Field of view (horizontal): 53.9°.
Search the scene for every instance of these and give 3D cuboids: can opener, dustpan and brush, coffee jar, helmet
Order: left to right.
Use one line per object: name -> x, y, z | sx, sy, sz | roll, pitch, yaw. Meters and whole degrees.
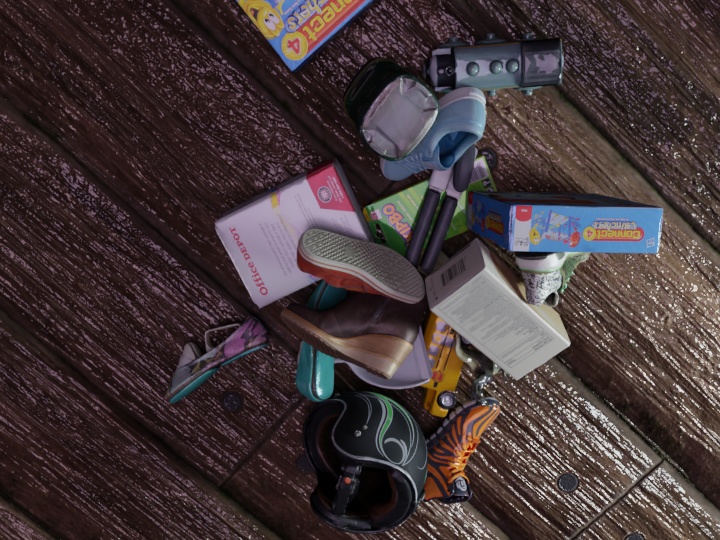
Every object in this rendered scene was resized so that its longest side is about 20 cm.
dustpan and brush -> 0.004, 0.127, 1.114 | 0.198, 0.057, 0.142 | -19, 83, 37
helmet -> 0.006, 0.283, 1.096 | 0.196, 0.191, 0.203 | 0, 116, -1
coffee jar -> 0.034, -0.222, 0.948 | 0.085, 0.201, 0.105 | 34, 105, -21
can opener -> 0.116, -0.094, 1.021 | 0.053, 0.067, 0.203 | 19, 99, -2

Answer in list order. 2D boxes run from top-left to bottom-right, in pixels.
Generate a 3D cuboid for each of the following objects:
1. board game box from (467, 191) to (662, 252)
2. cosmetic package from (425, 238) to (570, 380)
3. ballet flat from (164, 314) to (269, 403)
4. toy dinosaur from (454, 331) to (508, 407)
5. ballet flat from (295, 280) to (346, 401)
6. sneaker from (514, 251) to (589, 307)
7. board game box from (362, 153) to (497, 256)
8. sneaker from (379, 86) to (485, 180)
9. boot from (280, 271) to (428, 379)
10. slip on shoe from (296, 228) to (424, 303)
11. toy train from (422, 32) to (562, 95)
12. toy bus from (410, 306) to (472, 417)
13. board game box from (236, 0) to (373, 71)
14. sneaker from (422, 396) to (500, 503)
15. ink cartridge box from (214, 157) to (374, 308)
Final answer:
board game box -> 0.264, -0.069, 0.956 | 0.196, 0.196, 0.057 | 1, 101, -6
cosmetic package -> 0.194, 0.058, 1.006 | 0.105, 0.072, 0.199 | -37, 120, 24
ballet flat -> -0.239, 0.135, 1.138 | 0.198, 0.069, 0.072 | -32, 84, 7
toy dinosaur -> 0.184, 0.156, 1.069 | 0.047, 0.199, 0.090 | -3, 71, 38
ballet flat -> -0.070, 0.100, 1.105 | 0.070, 0.067, 0.204 | 1, 81, 42
sneaker -> 0.271, 0.004, 1.011 | 0.076, 0.199, 0.090 | 10, 103, 36
board game box -> 0.109, -0.091, 1.070 | 0.197, 0.030, 0.097 | -23, 103, 6
sneaker -> 0.093, -0.168, 0.979 | 0.073, 0.083, 0.200 | 21, 144, -27
boot -> -0.001, 0.051, 1.054 | 0.198, 0.073, 0.168 | 25, 69, 6
slip on shoe -> 0.000, 0.000, 1.004 | 0.197, 0.075, 0.061 | 18, 142, -14
toy train -> 0.184, -0.280, 0.967 | 0.196, 0.114, 0.087 | -2, 105, 3
toy bus -> 0.130, 0.122, 1.108 | 0.077, 0.065, 0.203 | 15, 106, -1
board game box -> -0.081, -0.417, 0.973 | 0.199, 0.056, 0.196 | -38, 100, 12
sneaker -> 0.162, 0.298, 1.124 | 0.077, 0.113, 0.200 | 25, 117, -38
ink cartridge box -> -0.094, -0.058, 1.059 | 0.197, 0.086, 0.149 | -23, 104, 9
